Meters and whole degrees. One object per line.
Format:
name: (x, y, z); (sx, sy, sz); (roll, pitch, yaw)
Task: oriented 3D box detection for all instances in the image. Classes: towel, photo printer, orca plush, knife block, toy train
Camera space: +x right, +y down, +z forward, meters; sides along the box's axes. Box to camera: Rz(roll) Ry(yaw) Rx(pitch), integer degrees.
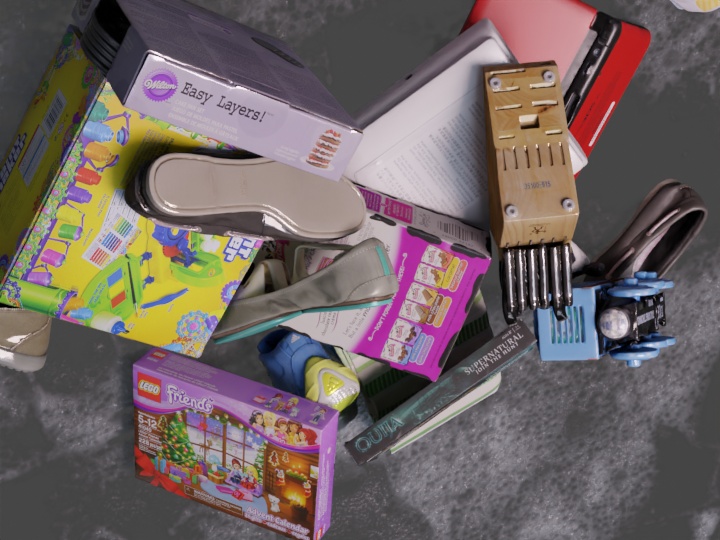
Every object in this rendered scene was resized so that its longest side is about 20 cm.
towel: (0.064, 0.089, 1.281); (0.152, 0.023, 0.200); (-29, 136, -6)
photo printer: (0.080, -0.105, 1.164); (0.200, 0.070, 0.166); (-35, 112, 15)
orca plush: (0.183, -0.002, 1.265); (0.105, 0.200, 0.071); (34, 90, -1)
knife block: (0.145, -0.058, 1.125); (0.064, 0.201, 0.176); (-5, 161, 0)
toy train: (0.243, 0.045, 1.266); (0.200, 0.114, 0.087); (-9, 97, -68)

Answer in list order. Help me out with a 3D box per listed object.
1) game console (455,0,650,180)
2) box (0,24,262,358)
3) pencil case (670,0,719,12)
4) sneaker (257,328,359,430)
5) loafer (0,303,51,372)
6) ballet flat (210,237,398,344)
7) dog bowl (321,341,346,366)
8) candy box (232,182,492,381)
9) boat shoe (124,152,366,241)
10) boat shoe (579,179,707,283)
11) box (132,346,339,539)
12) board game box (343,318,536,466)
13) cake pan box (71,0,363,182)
game console: (0.164, -0.172, 1.237); (0.172, 0.119, 0.200); (-9, 130, -60)
box: (-0.184, -0.060, 1.060); (0.192, 0.122, 0.200); (21, 108, -35)
pencil case: (0.265, -0.305, 1.162); (0.200, 0.083, 0.091); (17, 104, -35)
sneaker: (-0.053, 0.109, 1.259); (0.076, 0.105, 0.200); (-30, 167, -21)
loafer: (-0.343, 0.023, 1.071); (0.200, 0.075, 0.070); (24, 95, -41)
ballet flat: (-0.054, 0.013, 1.074); (0.067, 0.200, 0.064); (-15, 90, -54)
dog bowl: (-0.008, 0.030, 1.254); (0.111, 0.050, 0.200); (-41, 130, 1)
candy box: (0.000, 0.000, 1.144); (0.199, 0.061, 0.137); (20, 115, -6)
boat shoe: (-0.089, -0.058, 1.008); (0.199, 0.057, 0.067); (6, 80, -35)
boat shoe: (0.295, -0.004, 1.374); (0.067, 0.057, 0.200); (22, 107, -36)
box: (-0.120, 0.164, 1.202); (0.039, 0.199, 0.137); (-45, 145, -53)
board game box: (0.078, 0.118, 1.227); (0.200, 0.028, 0.135); (-35, 172, 1)
cake pan box: (-0.116, -0.155, 0.996); (0.200, 0.184, 0.052); (17, 111, -35)
